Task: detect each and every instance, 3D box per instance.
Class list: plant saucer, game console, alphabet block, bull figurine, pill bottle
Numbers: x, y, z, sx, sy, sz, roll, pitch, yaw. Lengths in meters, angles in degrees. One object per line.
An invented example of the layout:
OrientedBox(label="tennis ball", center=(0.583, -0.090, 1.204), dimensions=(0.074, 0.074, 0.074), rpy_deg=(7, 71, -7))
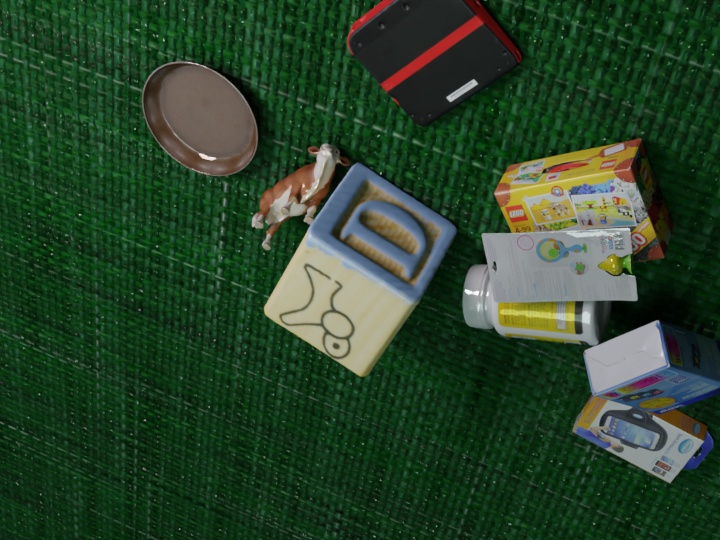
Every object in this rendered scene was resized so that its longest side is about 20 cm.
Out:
OrientedBox(label="plant saucer", center=(-0.242, -0.238, 1.855), dimensions=(0.200, 0.032, 0.201), rpy_deg=(15, 133, 17))
OrientedBox(label="game console", center=(0.094, -0.302, 1.628), dimensions=(0.177, 0.031, 0.200), rpy_deg=(44, 134, -17))
OrientedBox(label="alphabet block", center=(0.000, 0.000, 1.807), dimensions=(0.195, 0.197, 0.200), rpy_deg=(34, 135, 1))
OrientedBox(label="bull figurine", center=(-0.095, -0.114, 1.826), dimensions=(0.065, 0.122, 0.200), rpy_deg=(37, 141, -16))
OrientedBox(label="pill bottle", center=(0.258, 0.045, 1.763), dimensions=(0.199, 0.114, 0.115), rpy_deg=(5, 128, 25))

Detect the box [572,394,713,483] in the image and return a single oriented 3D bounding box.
OrientedBox(label="box", center=(0.447, 0.254, 1.887), dimensions=(0.200, 0.042, 0.119), rpy_deg=(29, 134, 7))

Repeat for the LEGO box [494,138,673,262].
OrientedBox(label="LEGO box", center=(0.309, -0.083, 1.655), dimensions=(0.199, 0.077, 0.149), rpy_deg=(-10, 122, 34))

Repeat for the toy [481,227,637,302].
OrientedBox(label="toy", center=(0.275, -0.014, 1.643), dimensions=(0.199, 0.047, 0.115), rpy_deg=(0, 123, 23))

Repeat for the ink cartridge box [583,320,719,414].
OrientedBox(label="ink cartridge box", center=(0.440, 0.145, 1.732), dimensions=(0.200, 0.077, 0.136), rpy_deg=(16, 148, -40))
